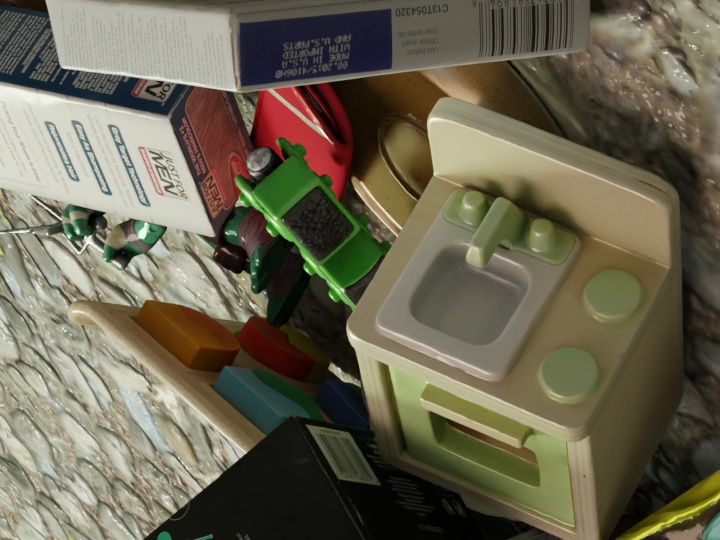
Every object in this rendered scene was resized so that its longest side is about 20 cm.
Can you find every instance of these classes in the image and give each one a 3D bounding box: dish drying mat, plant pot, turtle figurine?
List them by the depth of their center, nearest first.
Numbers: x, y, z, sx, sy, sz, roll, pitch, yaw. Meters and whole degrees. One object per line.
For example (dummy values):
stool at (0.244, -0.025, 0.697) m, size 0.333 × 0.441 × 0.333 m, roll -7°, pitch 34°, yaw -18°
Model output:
plant pot at (0.039, -0.060, 1.405) m, size 0.200 × 0.027 × 0.200 m, roll 38°, pitch 154°, yaw 22°
dish drying mat at (-0.034, -0.069, 1.472) m, size 0.077 × 0.018 × 0.200 m, roll 55°, pitch 167°, yaw 9°
turtle figurine at (-0.128, -0.039, 1.627) m, size 0.200 × 0.101 × 0.150 m, roll 25°, pitch -178°, yaw 18°

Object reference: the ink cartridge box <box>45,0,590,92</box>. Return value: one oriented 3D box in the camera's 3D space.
ink cartridge box at (-0.032, -0.116, 1.244) m, size 0.200 × 0.196 × 0.043 m, roll 12°, pitch 108°, yaw 53°

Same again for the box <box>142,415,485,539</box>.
box at (-0.042, 0.188, 1.423) m, size 0.148 × 0.200 × 0.124 m, roll 17°, pitch -143°, yaw -58°

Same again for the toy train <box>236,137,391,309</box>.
toy train at (0.000, 0.000, 1.421) m, size 0.056 × 0.042 × 0.200 m, roll 47°, pitch 179°, yaw 42°

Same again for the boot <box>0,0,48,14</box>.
boot at (-0.224, -0.176, 1.609) m, size 0.146 × 0.070 × 0.200 m, roll 14°, pitch 149°, yaw 36°

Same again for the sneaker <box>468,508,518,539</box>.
sneaker at (0.047, 0.163, 1.688) m, size 0.200 × 0.080 × 0.086 m, roll 39°, pitch -174°, yaw 5°

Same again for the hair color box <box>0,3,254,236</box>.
hair color box at (-0.165, -0.090, 1.539) m, size 0.200 × 0.061 × 0.100 m, roll 13°, pitch 145°, yaw 26°

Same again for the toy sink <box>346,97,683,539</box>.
toy sink at (0.076, 0.032, 1.319) m, size 0.130 × 0.112 × 0.200 m, roll 22°, pitch 153°, yaw 19°

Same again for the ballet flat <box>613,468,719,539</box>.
ballet flat at (0.175, 0.131, 1.331) m, size 0.067 × 0.067 × 0.200 m, roll 45°, pitch 127°, yaw -4°

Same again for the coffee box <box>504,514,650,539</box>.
coffee box at (0.130, 0.188, 1.491) m, size 0.200 × 0.114 × 0.080 m, roll 146°, pitch 126°, yaw -66°

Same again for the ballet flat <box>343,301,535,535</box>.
ballet flat at (0.047, 0.086, 1.557) m, size 0.200 × 0.067 × 0.068 m, roll 37°, pitch 153°, yaw 26°

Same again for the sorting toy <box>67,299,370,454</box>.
sorting toy at (-0.051, 0.067, 1.619) m, size 0.200 × 0.037 × 0.185 m, roll 33°, pitch -166°, yaw 35°
